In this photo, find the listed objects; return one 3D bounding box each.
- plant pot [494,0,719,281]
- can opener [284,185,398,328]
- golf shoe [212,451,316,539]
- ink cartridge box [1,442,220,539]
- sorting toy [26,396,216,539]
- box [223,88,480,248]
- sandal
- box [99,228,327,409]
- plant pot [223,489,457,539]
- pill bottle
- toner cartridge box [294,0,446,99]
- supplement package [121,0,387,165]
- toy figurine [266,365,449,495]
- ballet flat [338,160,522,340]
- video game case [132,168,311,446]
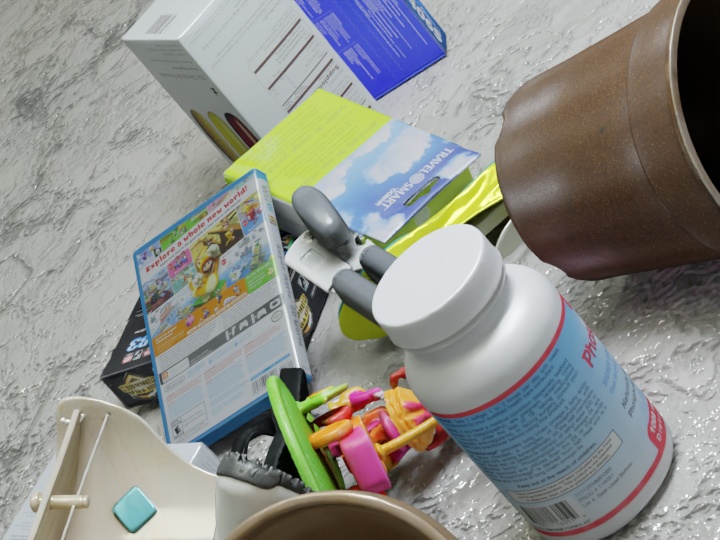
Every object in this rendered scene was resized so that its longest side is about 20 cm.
[{"bbox_3d":[0.206,-0.084,1.433,0.198,0.200,0.201,-19,34,49],"label":"plant pot"},{"bbox_3d":[0.000,0.000,1.575,0.053,0.067,0.200,-42,38,-10],"label":"can opener"},{"bbox_3d":[-0.065,0.194,1.360,0.077,0.201,0.095,18,55,19],"label":"golf shoe"},{"bbox_3d":[-0.218,0.225,1.680,0.199,0.041,0.200,-6,44,47],"label":"ink cartridge box"},{"bbox_3d":[-0.151,0.201,1.539,0.179,0.107,0.201,5,40,7],"label":"sorting toy"},{"bbox_3d":[-0.003,-0.073,1.763,0.122,0.048,0.200,-43,43,-22],"label":"box"},{"bbox_3d":[-0.066,0.136,1.559,0.048,0.076,0.201,-5,20,5],"label":"sandal"},{"bbox_3d":[-0.107,0.012,1.834,0.199,0.050,0.199,-20,35,35],"label":"box"},{"bbox_3d":[-0.001,0.230,1.291,0.200,0.201,0.093,-34,-13,15],"label":"plant pot"},{"bbox_3d":[0.098,0.068,1.325,0.108,0.200,0.109,-30,30,20],"label":"pill bottle"},{"bbox_3d":[-0.017,-0.251,1.931,0.095,0.200,0.043,-31,28,19],"label":"toner cartridge box"},{"bbox_3d":[-0.092,-0.170,1.912,0.110,0.200,0.114,-50,28,-18],"label":"supplement package"},{"bbox_3d":[0.050,0.099,1.466,0.183,0.151,0.200,-26,4,1],"label":"toy figurine"},{"bbox_3d":[0.069,-0.010,1.630,0.200,0.067,0.067,-42,45,-3],"label":"ballet flat"},{"bbox_3d":[-0.114,0.035,1.733,0.143,0.018,0.201,-33,53,27],"label":"video game case"}]
